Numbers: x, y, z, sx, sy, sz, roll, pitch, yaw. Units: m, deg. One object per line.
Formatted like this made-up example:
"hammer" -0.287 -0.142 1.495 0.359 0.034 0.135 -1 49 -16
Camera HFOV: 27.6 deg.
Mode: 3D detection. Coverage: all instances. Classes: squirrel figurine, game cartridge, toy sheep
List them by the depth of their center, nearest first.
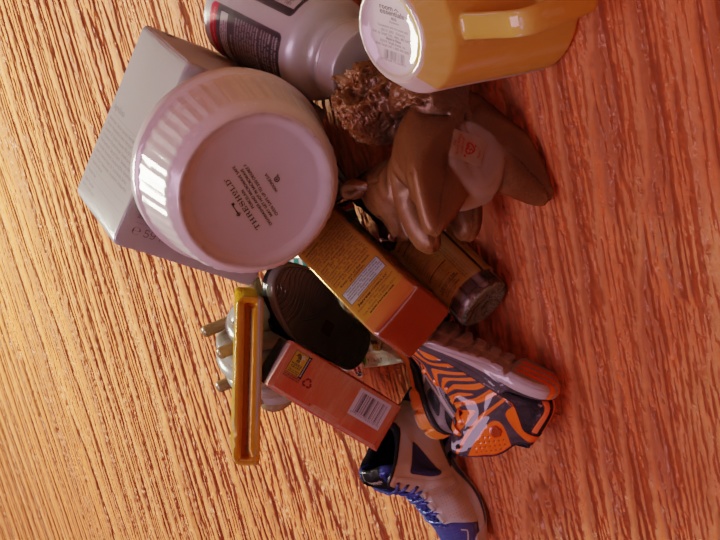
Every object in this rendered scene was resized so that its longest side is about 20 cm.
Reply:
"squirrel figurine" 0.055 -0.115 1.405 0.187 0.141 0.201 -16 98 65
"game cartridge" -0.127 0.110 1.606 0.200 0.032 0.177 -167 78 -82
"toy sheep" -0.116 0.092 1.772 0.138 0.138 0.200 34 145 38

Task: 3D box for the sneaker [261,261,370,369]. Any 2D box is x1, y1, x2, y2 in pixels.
"sneaker" -0.078 0.044 1.619 0.106 0.075 0.200 19 161 35

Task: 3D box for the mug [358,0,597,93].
"mug" 0.090 -0.231 1.248 0.150 0.153 0.187 60 147 8

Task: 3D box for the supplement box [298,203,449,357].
"supplement box" 0.000 0.000 1.472 0.066 0.069 0.200 35 -174 -47

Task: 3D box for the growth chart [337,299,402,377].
"growth chart" 0.011 0.050 1.669 0.200 0.018 0.145 -22 89 57

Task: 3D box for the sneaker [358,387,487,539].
"sneaker" 0.058 0.234 1.637 0.080 0.115 0.200 -3 109 56

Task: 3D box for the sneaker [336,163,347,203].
"sneaker" -0.081 -0.071 1.665 0.146 0.077 0.203 34 135 42

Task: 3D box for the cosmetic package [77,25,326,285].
"cosmetic package" -0.170 -0.122 1.535 0.201 0.167 0.166 -66 30 11

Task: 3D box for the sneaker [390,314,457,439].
"sneaker" 0.083 0.081 1.550 0.077 0.078 0.201 -10 107 43

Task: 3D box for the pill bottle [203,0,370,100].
"pill bottle" -0.061 -0.239 1.494 0.200 0.111 0.111 33 136 40

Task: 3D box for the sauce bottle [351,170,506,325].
"sauce bottle" 0.064 -0.028 1.503 0.200 0.065 0.065 47 144 29

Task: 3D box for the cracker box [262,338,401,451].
"cracker box" -0.039 0.130 1.583 0.134 0.058 0.200 31 174 -6

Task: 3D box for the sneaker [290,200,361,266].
"sneaker" -0.043 -0.001 1.644 0.094 0.070 0.200 63 150 10

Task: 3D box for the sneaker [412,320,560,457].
"sneaker" 0.094 0.122 1.480 0.200 0.078 0.112 27 112 18

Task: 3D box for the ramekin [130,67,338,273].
"ramekin" -0.113 -0.090 1.415 0.094 0.202 0.203 -139 36 -59
